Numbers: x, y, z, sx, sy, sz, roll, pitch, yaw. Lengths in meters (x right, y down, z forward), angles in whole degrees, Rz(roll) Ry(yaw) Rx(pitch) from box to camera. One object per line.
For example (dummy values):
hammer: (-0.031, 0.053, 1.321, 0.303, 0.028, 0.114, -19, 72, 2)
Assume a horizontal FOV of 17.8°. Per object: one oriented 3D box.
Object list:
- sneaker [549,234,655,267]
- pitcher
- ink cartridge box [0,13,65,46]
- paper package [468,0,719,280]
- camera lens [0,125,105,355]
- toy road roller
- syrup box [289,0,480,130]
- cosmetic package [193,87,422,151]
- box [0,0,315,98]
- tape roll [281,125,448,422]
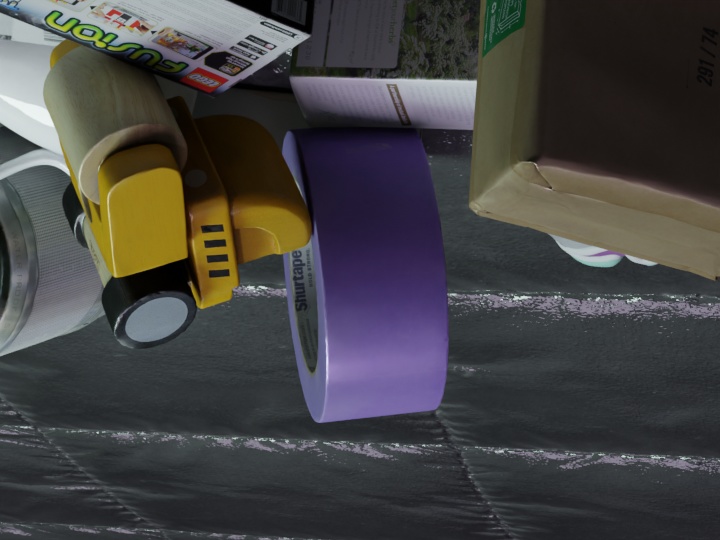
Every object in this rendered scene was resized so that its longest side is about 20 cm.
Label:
sneaker: (0.202, -0.053, 1.705, 0.199, 0.078, 0.140, -11, 155, 38)
pitcher: (-0.214, -0.117, 1.533, 0.198, 0.173, 0.121, 11, -167, -10)
ink cartridge box: (-0.214, -0.205, 1.403, 0.198, 0.087, 0.147, 8, 159, -4)
paper package: (0.166, -0.117, 1.360, 0.189, 0.201, 0.103, 14, 159, -22)
camera lens: (-0.261, -0.022, 1.660, 0.159, 0.161, 0.200, -5, -172, 28)
toy road roller: (-0.112, -0.061, 1.452, 0.145, 0.123, 0.201, -19, 143, -12)
syrup box: (0.059, -0.142, 1.502, 0.198, 0.079, 0.082, 2, 159, 11)
cosmetic package: (-0.056, -0.081, 1.714, 0.198, 0.074, 0.104, 7, 160, 0)
box: (-0.137, -0.165, 1.326, 0.199, 0.035, 0.110, 20, 153, -31)
tape roll: (0.000, 0.000, 1.568, 0.084, 0.201, 0.200, -5, 162, -9)
